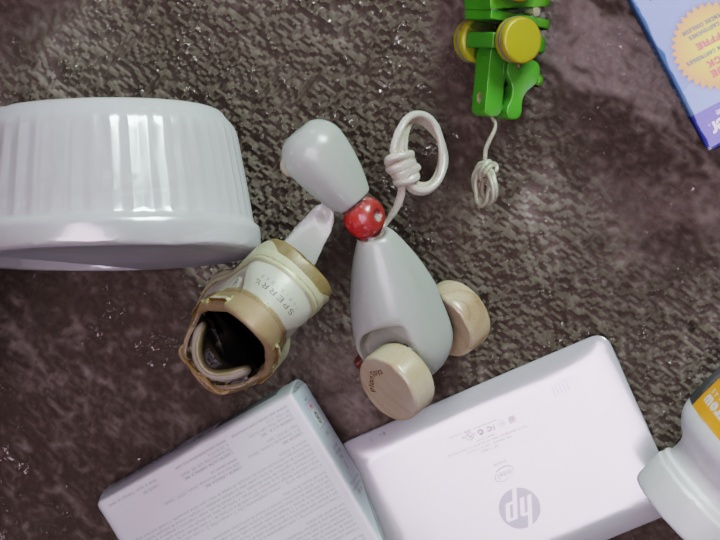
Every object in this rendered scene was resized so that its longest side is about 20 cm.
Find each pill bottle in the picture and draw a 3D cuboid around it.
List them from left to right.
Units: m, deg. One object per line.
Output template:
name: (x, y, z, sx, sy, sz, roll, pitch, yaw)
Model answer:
pill bottle: (0.277, 0.094, 1.575, 0.116, 0.116, 0.200, 44, 100, 1)

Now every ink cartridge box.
ink cartridge box: (-0.060, 0.198, 1.669, 0.162, 0.057, 0.200, -30, 97, 15)
ink cartridge box: (0.248, -0.166, 1.571, 0.136, 0.076, 0.200, -28, 94, 11)

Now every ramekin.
ramekin: (-0.166, -0.053, 1.589, 0.202, 0.202, 0.094, -3, 85, 9)

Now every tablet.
tablet: (0.098, 0.138, 1.659, 0.200, 0.014, 0.130, -24, 93, 11)

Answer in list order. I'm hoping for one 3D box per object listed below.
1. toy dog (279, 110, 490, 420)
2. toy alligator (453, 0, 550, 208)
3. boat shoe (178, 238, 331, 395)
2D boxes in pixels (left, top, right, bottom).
toy dog: (0.000, 0.000, 1.619, 0.096, 0.132, 0.200, -14, 90, 48)
toy alligator: (0.098, -0.142, 1.608, 0.054, 0.059, 0.200, -5, 98, -32)
boat shoe: (-0.082, 0.041, 1.586, 0.074, 0.200, 0.066, 42, 63, 3)
